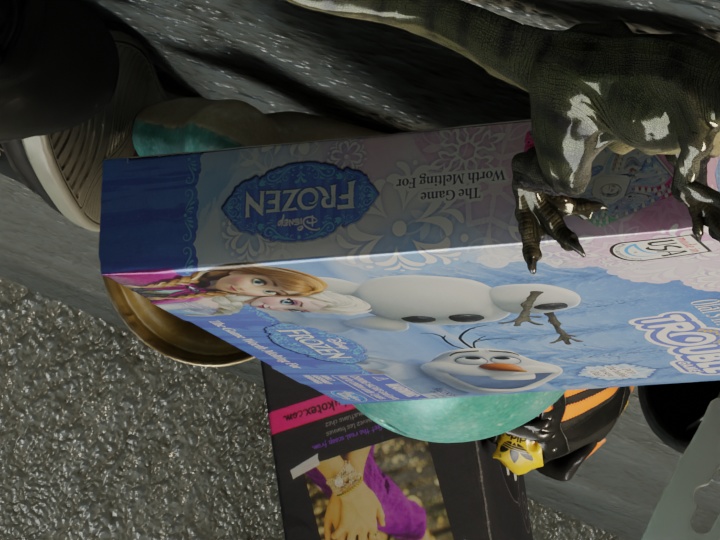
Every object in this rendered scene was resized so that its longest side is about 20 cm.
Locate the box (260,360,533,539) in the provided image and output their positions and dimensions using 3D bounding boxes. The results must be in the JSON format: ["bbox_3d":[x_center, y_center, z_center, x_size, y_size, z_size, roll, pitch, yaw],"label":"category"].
[{"bbox_3d":[0.022,0.106,1.479,0.105,0.202,0.122,-10,168,12],"label":"box"}]

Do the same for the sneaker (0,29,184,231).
[{"bbox_3d":[-0.136,-0.062,1.194,0.106,0.075,0.200,17,175,12],"label":"sneaker"}]

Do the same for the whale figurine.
[{"bbox_3d":[0.000,0.000,1.156,0.199,0.104,0.159,24,174,-28],"label":"whale figurine"}]

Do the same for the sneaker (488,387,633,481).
[{"bbox_3d":[0.086,0.051,1.397,0.070,0.091,0.200,18,174,21],"label":"sneaker"}]

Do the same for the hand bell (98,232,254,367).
[{"bbox_3d":[-0.040,-0.012,1.395,0.103,0.105,0.200,19,-174,14],"label":"hand bell"}]

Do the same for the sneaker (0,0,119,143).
[{"bbox_3d":[-0.154,-0.094,1.011,0.199,0.076,0.090,22,167,-41],"label":"sneaker"}]

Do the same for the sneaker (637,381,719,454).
[{"bbox_3d":[0.206,0.079,1.326,0.199,0.071,0.099,22,-179,36],"label":"sneaker"}]

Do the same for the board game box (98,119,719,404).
[{"bbox_3d":[0.046,0.000,0.983,0.198,0.044,0.200,-6,164,22],"label":"board game box"}]

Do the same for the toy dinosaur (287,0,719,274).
[{"bbox_3d":[0.067,-0.038,0.822,0.199,0.048,0.088,17,148,39],"label":"toy dinosaur"}]

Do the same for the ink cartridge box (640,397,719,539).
[{"bbox_3d":[0.215,0.096,1.172,0.199,0.117,0.068,18,138,17],"label":"ink cartridge box"}]
